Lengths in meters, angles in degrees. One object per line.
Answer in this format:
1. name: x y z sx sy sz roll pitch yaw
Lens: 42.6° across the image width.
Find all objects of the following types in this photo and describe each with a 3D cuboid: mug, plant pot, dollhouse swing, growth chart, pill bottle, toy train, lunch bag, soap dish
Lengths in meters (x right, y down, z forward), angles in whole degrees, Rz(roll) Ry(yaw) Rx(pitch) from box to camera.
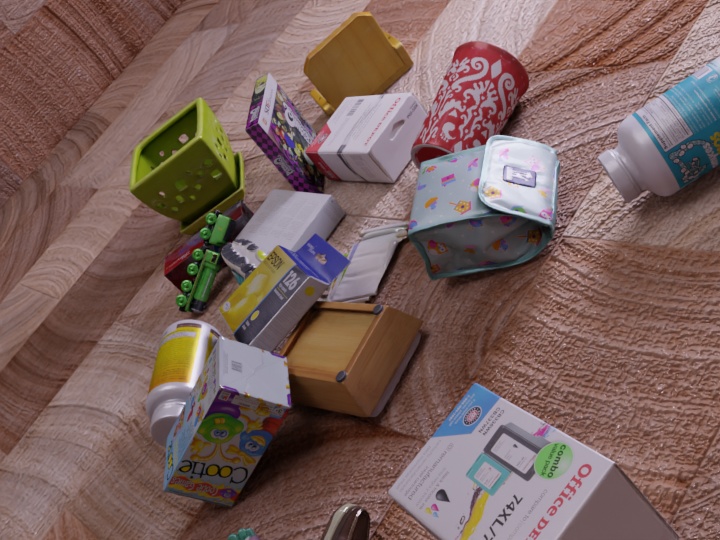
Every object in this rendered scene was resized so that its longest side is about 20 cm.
1. mug: 0.171 -0.233 1.480 0.133 0.178 0.201 21 67 16
2. plant pot: -0.351 -0.208 1.941 0.198 0.182 0.201 -33 32 13
3. dollhouse swing: -0.030 -0.423 1.847 0.200 0.176 0.182 -41 32 4
4. growth chart: 0.000 0.000 1.458 0.144 0.018 0.201 -4 48 46
5. pill bottle: -0.277 0.181 1.462 0.109 0.109 0.201 -28 34 22
6. toy train: -0.285 -0.013 1.710 0.056 0.042 0.201 18 88 14
7. pill bottle: 0.394 -0.166 1.129 0.199 0.111 0.111 -34 32 15
8. lunch bag: 0.177 -0.092 1.276 0.199 0.122 0.171 -14 39 26
9. soap dish: -0.027 0.117 1.287 0.199 0.081 0.158 2 52 48

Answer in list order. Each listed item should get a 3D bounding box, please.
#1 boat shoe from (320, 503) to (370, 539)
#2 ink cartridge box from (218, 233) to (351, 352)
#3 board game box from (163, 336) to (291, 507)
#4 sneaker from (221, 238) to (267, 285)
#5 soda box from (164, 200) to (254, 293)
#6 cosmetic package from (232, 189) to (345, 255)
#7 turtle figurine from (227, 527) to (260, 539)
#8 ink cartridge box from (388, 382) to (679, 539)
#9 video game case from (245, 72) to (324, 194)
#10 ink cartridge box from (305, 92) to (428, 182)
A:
1. boat shoe: -0.012 0.356 1.007 0.074 0.075 0.203 -2 54 28
2. ink cartridge box: -0.121 0.027 1.404 0.200 0.047 0.198 -50 24 -1
3. board game box: -0.183 0.209 1.256 0.201 0.102 0.105 -59 23 28
4. sneaker: -0.164 0.021 1.566 0.077 0.080 0.200 -28 46 -18
5. soda box: -0.286 -0.044 1.784 0.199 0.063 0.070 -36 31 12
6. cosmetic package: -0.136 -0.070 1.661 0.151 0.052 0.199 -52 32 -18
7. turtle figurine: -0.152 0.394 1.079 0.149 0.101 0.200 -27 17 -2
8. ink cartridge box: 0.161 0.233 0.876 0.147 0.146 0.200 -49 33 -11
9. video game case: -0.134 -0.246 1.728 0.036 0.200 0.182 -25 35 22
10. ink cartridge box: 0.016 -0.237 1.661 0.199 0.083 0.147 11 60 53
